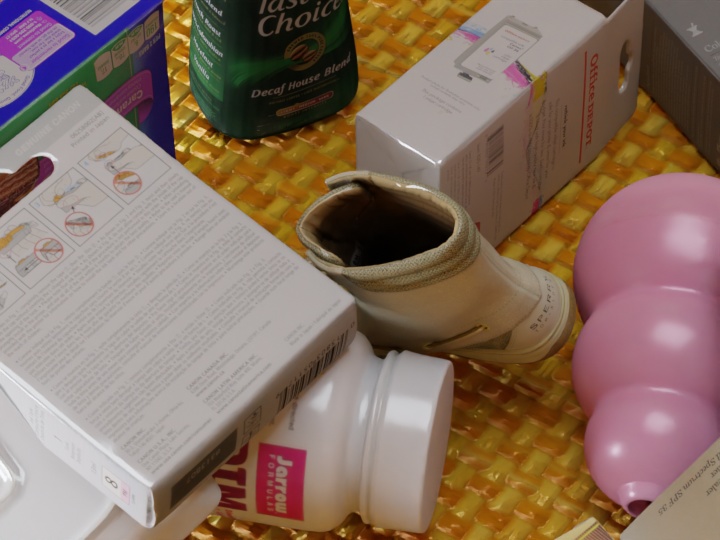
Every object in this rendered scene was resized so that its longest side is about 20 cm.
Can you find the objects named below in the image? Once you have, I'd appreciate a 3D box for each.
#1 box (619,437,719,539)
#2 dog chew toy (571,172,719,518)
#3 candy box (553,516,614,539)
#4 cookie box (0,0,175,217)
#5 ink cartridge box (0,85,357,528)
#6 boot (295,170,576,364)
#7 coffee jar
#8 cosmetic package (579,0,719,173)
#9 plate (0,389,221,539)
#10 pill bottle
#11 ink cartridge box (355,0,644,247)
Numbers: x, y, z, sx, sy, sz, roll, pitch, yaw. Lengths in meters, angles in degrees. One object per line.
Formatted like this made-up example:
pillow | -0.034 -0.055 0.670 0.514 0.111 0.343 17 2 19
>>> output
box | 0.229 0.180 1.462 0.095 0.078 0.200 -45 44 4
dog chew toy | 0.172 0.046 1.600 0.124 0.125 0.200 8 56 8
candy box | 0.130 0.231 1.473 0.115 0.055 0.200 -27 53 -21
cookie box | -0.186 -0.052 1.633 0.075 0.200 0.171 32 57 25
ink cartridge box | -0.126 0.016 1.505 0.200 0.057 0.163 35 59 21
boot | 0.000 0.000 1.590 0.199 0.155 0.072 1 70 31
coffee jar | -0.054 -0.178 1.742 0.104 0.200 0.085 -19 51 -15
cosmetic package | 0.216 -0.162 1.802 0.107 0.090 0.200 -27 56 -18
plate | -0.203 0.113 1.518 0.200 0.032 0.200 -44 66 6
pill bottle | -0.055 0.080 1.572 0.199 0.114 0.114 8 49 9
ink cartridge box | 0.085 -0.092 1.721 0.067 0.117 0.200 32 55 26
